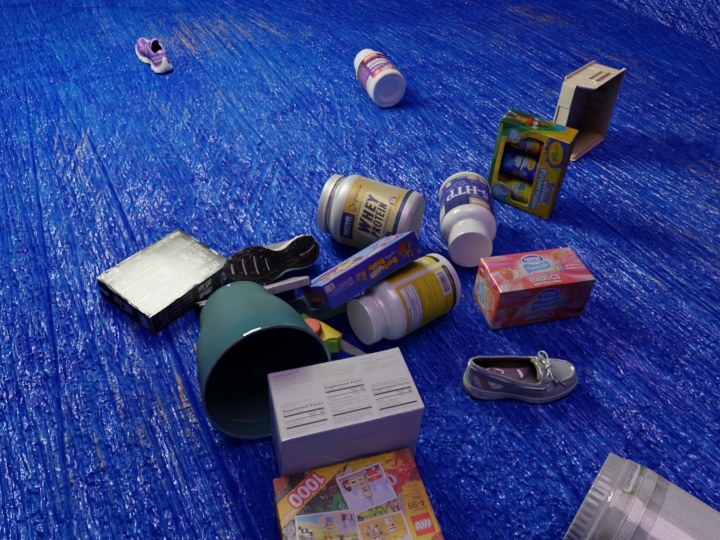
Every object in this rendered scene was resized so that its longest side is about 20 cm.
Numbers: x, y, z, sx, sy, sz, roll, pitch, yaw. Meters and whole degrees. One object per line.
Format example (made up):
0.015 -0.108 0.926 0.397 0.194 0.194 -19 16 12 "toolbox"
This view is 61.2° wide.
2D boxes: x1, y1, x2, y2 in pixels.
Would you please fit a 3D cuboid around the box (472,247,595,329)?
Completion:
0.328 0.031 1.164 0.195 0.096 0.104 -6 41 -12 "box"

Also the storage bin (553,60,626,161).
0.598 -0.428 1.631 0.093 0.203 0.197 31 47 30 "storage bin"

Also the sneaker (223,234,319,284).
-0.176 -0.016 1.187 0.197 0.076 0.079 -15 2 -35 "sneaker"

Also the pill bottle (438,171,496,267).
0.228 -0.107 1.294 0.117 0.122 0.202 5 41 0 "pill bottle"

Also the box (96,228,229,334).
-0.368 0.013 1.158 0.158 0.044 0.200 28 46 24 "box"

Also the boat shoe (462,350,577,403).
0.272 0.173 1.021 0.197 0.066 0.075 2 41 -4 "boat shoe"

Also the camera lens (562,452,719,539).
0.370 0.348 0.758 0.198 0.162 0.159 30 47 27 "camera lens"

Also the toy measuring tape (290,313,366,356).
-0.058 0.136 1.031 0.197 0.075 0.073 28 46 25 "toy measuring tape"

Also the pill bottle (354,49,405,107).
0.051 -0.584 1.824 0.109 0.113 0.202 -11 43 -17 "pill bottle"

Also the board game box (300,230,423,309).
0.000 0.000 1.096 0.198 0.045 0.134 -31 9 -20 "board game box"

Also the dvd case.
-0.198 0.042 1.095 0.196 0.018 0.142 -15 4 -21 "dvd case"

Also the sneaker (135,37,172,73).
-0.644 -0.691 1.903 0.080 0.085 0.199 -25 48 -30 "sneaker"

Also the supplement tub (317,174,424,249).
0.022 -0.113 1.262 0.196 0.147 0.145 17 42 15 "supplement tub"

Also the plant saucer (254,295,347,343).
-0.116 0.078 1.129 0.197 0.019 0.070 -19 47 -26 "plant saucer"

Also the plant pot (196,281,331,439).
-0.168 0.121 0.955 0.196 0.204 0.188 -14 34 -20 "plant pot"

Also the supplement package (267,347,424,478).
-0.026 0.219 0.871 0.195 0.158 0.112 -9 44 -15 "supplement package"

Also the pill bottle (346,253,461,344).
0.077 0.054 1.101 0.197 0.114 0.112 -23 48 -29 "pill bottle"

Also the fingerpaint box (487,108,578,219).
0.388 -0.243 1.401 0.165 0.203 0.073 26 46 23 "fingerpaint box"

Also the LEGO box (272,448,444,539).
-0.007 0.337 0.799 0.195 0.078 0.150 -9 42 -15 "LEGO box"
